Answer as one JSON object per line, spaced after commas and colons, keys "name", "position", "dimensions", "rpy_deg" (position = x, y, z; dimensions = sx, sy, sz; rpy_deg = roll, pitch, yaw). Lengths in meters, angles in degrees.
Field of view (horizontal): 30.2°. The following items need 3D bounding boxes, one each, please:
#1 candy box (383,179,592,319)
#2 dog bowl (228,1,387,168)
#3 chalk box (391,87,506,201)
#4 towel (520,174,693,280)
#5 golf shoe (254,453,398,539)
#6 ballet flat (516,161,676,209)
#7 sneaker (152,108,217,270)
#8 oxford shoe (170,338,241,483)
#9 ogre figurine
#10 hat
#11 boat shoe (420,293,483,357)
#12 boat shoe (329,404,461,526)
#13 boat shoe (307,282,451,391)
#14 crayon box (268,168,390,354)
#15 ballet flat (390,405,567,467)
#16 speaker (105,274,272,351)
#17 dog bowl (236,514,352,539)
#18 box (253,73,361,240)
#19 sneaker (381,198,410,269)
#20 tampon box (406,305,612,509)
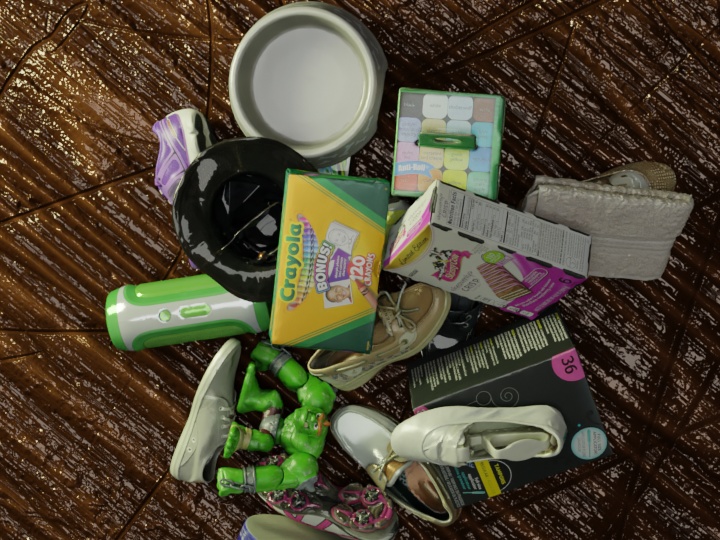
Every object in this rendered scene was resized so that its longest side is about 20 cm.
{"name": "candy box", "position": [0.143, -0.020, 1.518], "dimensions": [0.199, 0.136, 0.061], "rpy_deg": [19, 61, -14]}
{"name": "dog bowl", "position": [-0.065, -0.221, 1.585], "dimensions": [0.199, 0.059, 0.201], "rpy_deg": [0, 94, 6]}
{"name": "chalk box", "position": [0.102, -0.143, 1.540], "dimensions": [0.124, 0.200, 0.125], "rpy_deg": [5, 96, 5]}
{"name": "towel", "position": [0.280, -0.048, 1.564], "dimensions": [0.199, 0.035, 0.133], "rpy_deg": [5, 138, -7]}
{"name": "golf shoe", "position": [-0.047, 0.293, 1.657], "dimensions": [0.199, 0.092, 0.073], "rpy_deg": [18, 59, 23]}
{"name": "ballet flat", "position": [0.284, -0.081, 1.597], "dimensions": [0.199, 0.065, 0.071], "rpy_deg": [-18, 92, 6]}
{"name": "sneaker", "position": [-0.212, -0.096, 1.648], "dimensions": [0.083, 0.081, 0.201], "rpy_deg": [-11, 85, 19]}
{"name": "oxford shoe", "position": [-0.179, 0.178, 1.659], "dimensions": [0.057, 0.075, 0.201], "rpy_deg": [24, 104, 14]}
{"name": "ogre figurine", "position": [-0.097, 0.187, 1.626], "dimensions": [0.119, 0.201, 0.098], "rpy_deg": [15, 130, -4]}
{"name": "hat", "position": [-0.123, -0.067, 1.593], "dimensions": [0.199, 0.081, 0.202], "rpy_deg": [-1, 102, -3]}
{"name": "boat shoe", "position": [0.114, 0.035, 1.623], "dimensions": [0.074, 0.066, 0.201], "rpy_deg": [17, 97, 3]}
{"name": "boat shoe", "position": [0.046, 0.238, 1.647], "dimensions": [0.200, 0.068, 0.075], "rpy_deg": [37, 97, 1]}
{"name": "boat shoe", "position": [0.024, 0.077, 1.609], "dimensions": [0.200, 0.063, 0.074], "rpy_deg": [-42, 52, 21]}
{"name": "crayon box", "position": [-0.037, -0.011, 1.539], "dimensions": [0.118, 0.058, 0.201], "rpy_deg": [5, 99, -7]}
{"name": "ballet flat", "position": [0.133, 0.188, 1.486], "dimensions": [0.199, 0.069, 0.070], "rpy_deg": [-5, 95, 1]}
{"name": "speaker", "position": [-0.207, 0.047, 1.644], "dimensions": [0.199, 0.088, 0.089], "rpy_deg": [-9, 94, 6]}
{"name": "dog bowl", "position": [-0.060, 0.370, 1.603], "dimensions": [0.199, 0.200, 0.079], "rpy_deg": [20, 94, 3]}
{"name": "box", "position": [-0.065, -0.133, 1.640], "dimensions": [0.109, 0.035, 0.201], "rpy_deg": [9, 96, 5]}
{"name": "sneaker", "position": [0.000, 0.000, 1.615], "dimensions": [0.200, 0.075, 0.077], "rpy_deg": [-50, 49, 16]}
{"name": "tampon box", "position": [0.174, 0.162, 1.580], "dimensions": [0.199, 0.126, 0.151], "rpy_deg": [-21, 111, 7]}
